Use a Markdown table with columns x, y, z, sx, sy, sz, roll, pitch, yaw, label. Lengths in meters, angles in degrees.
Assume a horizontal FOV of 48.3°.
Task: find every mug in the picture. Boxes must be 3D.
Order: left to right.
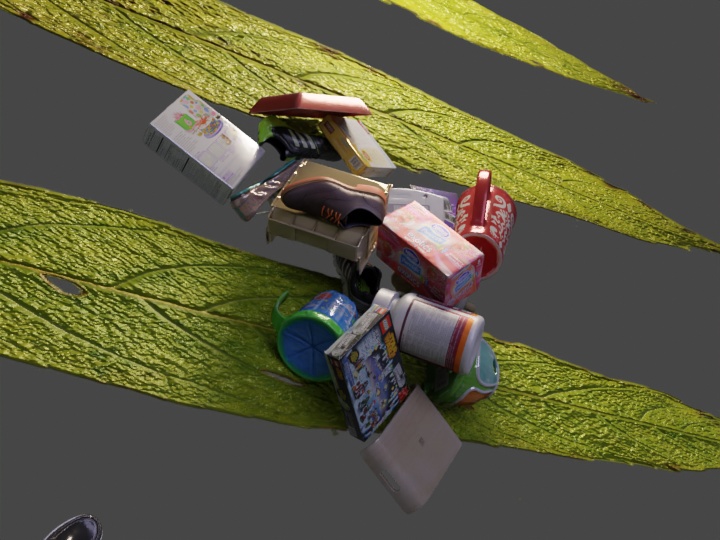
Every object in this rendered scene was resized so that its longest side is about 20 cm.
| x | y | z | sx | sy | sz | roll | pitch | yaw | label |
| --- | --- | --- | --- | --- | --- | --- | --- | --- | --- |
| 0.238 | -0.093 | 1.657 | 0.179 | 0.132 | 0.201 | 58 | 28 | -20 | mug |

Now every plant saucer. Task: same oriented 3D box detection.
| x | y | z | sx | sy | sz | roll | pitch | yaw | label |
| --- | --- | --- | --- | --- | --- | --- | --- | --- | --- |
| -0.108 | -0.350 | 1.709 | 0.197 | 0.198 | 0.037 | -5 | 99 | -37 | plant saucer |

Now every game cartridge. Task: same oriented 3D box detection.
| x | y | z | sx | sy | sz | roll | pitch | yaw | label |
| --- | --- | --- | --- | --- | --- | --- | --- | --- | --- |
| 0.080 | -0.111 | 1.706 | 0.196 | 0.041 | 0.135 | 2 | 64 | 0 | game cartridge |

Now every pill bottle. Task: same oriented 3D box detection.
| x | y | z | sx | sy | sz | roll | pitch | yaw | label |
| --- | --- | --- | --- | --- | --- | --- | --- | --- | --- |
| 0.117 | 0.106 | 1.455 | 0.197 | 0.111 | 0.110 | 18 | 42 | 16 | pill bottle |

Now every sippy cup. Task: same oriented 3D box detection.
| x | y | z | sx | sy | sz | roll | pitch | yaw | label |
| --- | --- | --- | --- | --- | --- | --- | --- | --- | --- |
| -0.066 | 0.107 | 1.446 | 0.180 | 0.138 | 0.131 | 64 | 30 | -17 | sippy cup |

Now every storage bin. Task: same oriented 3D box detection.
| x | y | z | sx | sy | sz | roll | pitch | yaw | label |
| --- | --- | --- | --- | --- | --- | --- | --- | --- | --- |
| -0.059 | -0.105 | 1.571 | 0.197 | 0.095 | 0.200 | 18 | 45 | 11 | storage bin |

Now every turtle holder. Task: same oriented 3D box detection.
| x | y | z | sx | sy | sz | roll | pitch | yaw | label |
| --- | --- | --- | --- | --- | --- | --- | --- | --- | --- |
| 0.197 | 0.180 | 1.575 | 0.130 | 0.142 | 0.187 | 22 | 27 | -20 | turtle holder |

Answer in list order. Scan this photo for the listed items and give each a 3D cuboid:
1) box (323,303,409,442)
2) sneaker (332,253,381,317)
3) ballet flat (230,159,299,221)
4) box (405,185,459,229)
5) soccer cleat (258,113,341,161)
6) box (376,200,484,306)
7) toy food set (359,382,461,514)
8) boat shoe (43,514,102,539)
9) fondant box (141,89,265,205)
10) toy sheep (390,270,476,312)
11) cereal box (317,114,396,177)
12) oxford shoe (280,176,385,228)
| x | y | z | sx | sy | sz | roll | pitch | yaw | label |
| --- | --- | --- | --- | --- | --- | --- | --- | --- | --- |
| 0.015 | 0.179 | 1.394 | 0.039 | 0.202 | 0.137 | 18 | 48 | 38 | box |
| 0.000 | 0.000 | 1.593 | 0.073 | 0.088 | 0.203 | 10 | 53 | -29 | sneaker |
| -0.181 | -0.154 | 1.605 | 0.199 | 0.068 | 0.068 | -39 | 104 | -40 | ballet flat |
| 0.169 | -0.078 | 1.783 | 0.139 | 0.079 | 0.203 | 4 | 56 | -30 | box |
| -0.130 | -0.263 | 1.721 | 0.197 | 0.067 | 0.083 | 19 | 66 | -22 | soccer cleat |
| 0.130 | -0.030 | 1.536 | 0.102 | 0.096 | 0.200 | -27 | 51 | -28 | box |
| 0.092 | 0.318 | 1.456 | 0.144 | 0.060 | 0.200 | 53 | 45 | -7 | toy food set |
| -0.406 | 0.387 | 1.033 | 0.074 | 0.060 | 0.200 | 46 | 44 | 4 | boat shoe |
| -0.304 | -0.243 | 1.576 | 0.199 | 0.058 | 0.145 | 39 | 44 | -7 | fondant box |
| 0.150 | 0.044 | 1.637 | 0.197 | 0.138 | 0.140 | 20 | 49 | -23 | toy sheep |
| -0.004 | -0.271 | 1.774 | 0.145 | 0.039 | 0.199 | 54 | 20 | 9 | cereal box |
| -0.049 | -0.120 | 1.470 | 0.196 | 0.072 | 0.073 | 3 | 49 | -5 | oxford shoe |
